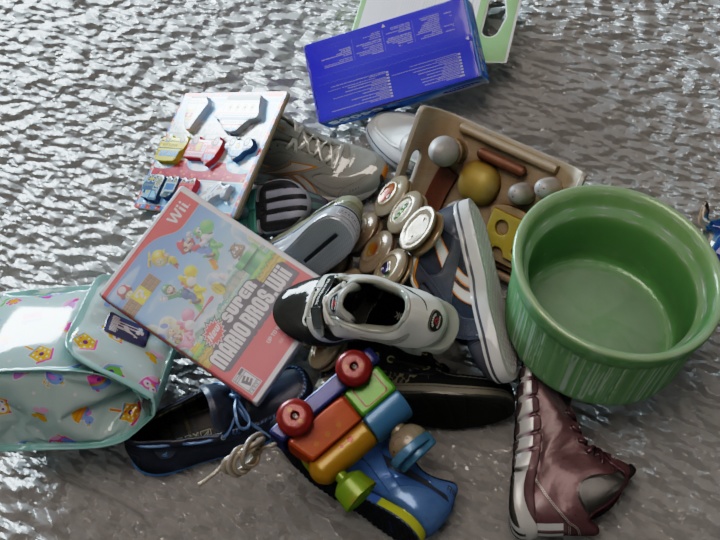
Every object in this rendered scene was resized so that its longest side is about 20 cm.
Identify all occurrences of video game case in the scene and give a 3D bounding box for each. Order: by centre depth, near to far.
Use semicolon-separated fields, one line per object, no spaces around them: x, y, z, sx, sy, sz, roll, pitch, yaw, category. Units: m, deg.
-0.142;0.023;1.304;0.199;0.017;0.144;33;75;12;video game case

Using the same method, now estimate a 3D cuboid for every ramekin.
0.229;0.027;1.209;0.198;0.098;0.202;5;51;-6;ramekin

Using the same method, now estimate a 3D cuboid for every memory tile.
0.000;0.000;1.316;0.200;0.017;0.153;-51;28;9;memory tile

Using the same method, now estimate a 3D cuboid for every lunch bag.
-0.284;0.092;1.320;0.198;0.123;0.171;-6;29;7;lunch bag

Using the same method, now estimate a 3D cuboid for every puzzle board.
-0.171;-0.133;1.446;0.199;0.017;0.152;8;72;48;puzzle board

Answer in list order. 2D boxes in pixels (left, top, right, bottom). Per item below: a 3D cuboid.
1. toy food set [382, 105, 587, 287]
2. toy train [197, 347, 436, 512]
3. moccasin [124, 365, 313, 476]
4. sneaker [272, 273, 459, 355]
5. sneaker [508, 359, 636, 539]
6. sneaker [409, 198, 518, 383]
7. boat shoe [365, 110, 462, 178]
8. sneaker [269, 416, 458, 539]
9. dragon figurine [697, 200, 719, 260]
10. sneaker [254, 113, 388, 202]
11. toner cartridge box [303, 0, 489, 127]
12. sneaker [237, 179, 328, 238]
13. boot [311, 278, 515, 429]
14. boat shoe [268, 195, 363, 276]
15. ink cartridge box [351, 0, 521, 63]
0.122;-0.068;1.339;0.199;0.060;0.145;28;107;28;toy food set
-0.035;0.174;1.183;0.200;0.085;0.116;-39;75;-13;toy train
-0.141;0.150;1.302;0.199;0.068;0.081;-28;55;-5;moccasin
-0.013;0.031;1.212;0.198;0.088;0.075;1;74;34;sneaker
0.201;0.158;1.220;0.114;0.076;0.202;4;67;9;sneaker
0.098;0.029;1.263;0.079;0.078;0.202;-21;53;16;sneaker
0.085;-0.139;1.437;0.199;0.067;0.074;29;67;28;boat shoe
0.003;0.185;1.249;0.199;0.066;0.079;29;63;26;sneaker
0.371;-0.005;1.284;0.099;0.059;0.201;19;64;24;dragon figurine
-0.067;-0.132;1.454;0.198;0.092;0.076;10;61;20;sneaker
0.040;-0.236;1.483;0.198;0.043;0.096;-13;85;17;toner cartridge box
-0.120;-0.056;1.446;0.198;0.087;0.075;-1;84;37;sneaker
0.060;0.074;1.300;0.201;0.074;0.155;1;56;16;boot
-0.068;-0.008;1.363;0.199;0.072;0.062;-32;11;31;boat shoe
0.092;-0.291;1.548;0.198;0.048;0.147;7;59;16;ink cartridge box
